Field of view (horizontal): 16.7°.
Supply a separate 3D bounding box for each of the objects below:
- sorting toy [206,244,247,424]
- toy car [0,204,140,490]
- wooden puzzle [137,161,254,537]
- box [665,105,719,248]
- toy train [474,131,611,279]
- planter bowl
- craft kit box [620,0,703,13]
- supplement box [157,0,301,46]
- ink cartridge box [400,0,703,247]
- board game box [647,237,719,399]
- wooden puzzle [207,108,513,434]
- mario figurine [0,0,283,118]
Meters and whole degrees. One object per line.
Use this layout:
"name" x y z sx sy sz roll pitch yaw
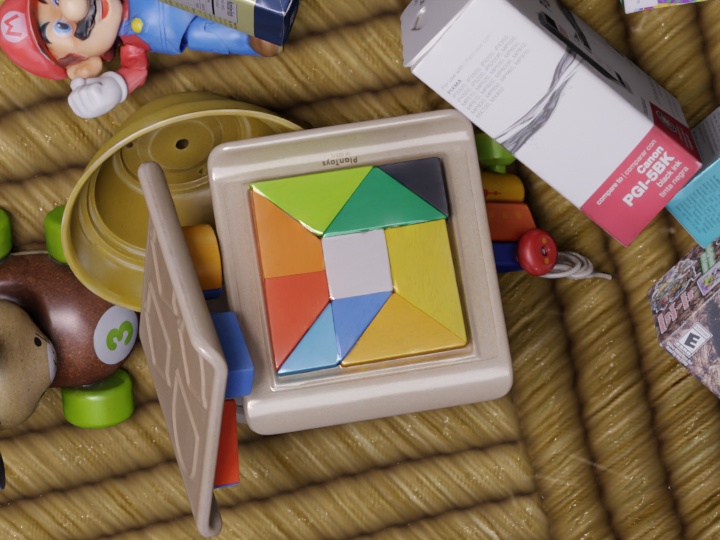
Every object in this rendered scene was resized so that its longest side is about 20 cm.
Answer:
"sorting toy" -0.041 0.063 1.789 0.200 0.107 0.180 16 141 -33
"toy car" -0.242 0.063 1.753 0.157 0.200 0.165 -2 113 2
"wooden puzzle" -0.111 0.053 1.672 0.046 0.186 0.200 -10 138 -12
"box" 0.300 -0.108 1.739 0.200 0.082 0.049 -40 108 16
"toy train" 0.104 -0.050 1.772 0.200 0.085 0.116 0 85 -41
"planter bowl" -0.120 -0.066 1.744 0.200 0.084 0.201 -11 139 -9
"craft kit box" 0.264 -0.290 1.686 0.197 0.049 0.201 -10 112 2
"supplement box" -0.106 -0.274 1.550 0.199 0.134 0.201 21 87 -1
"ink cartridge box" 0.130 -0.128 1.698 0.200 0.147 0.083 38 107 -14
"board game box" 0.336 0.017 1.781 0.159 0.097 0.200 40 108 -14
"wooden puzzle" 0.000 0.000 1.660 0.184 0.037 0.201 -9 86 -3
"mario figurine" -0.154 -0.179 1.698 0.199 0.124 0.106 -8 128 -1
